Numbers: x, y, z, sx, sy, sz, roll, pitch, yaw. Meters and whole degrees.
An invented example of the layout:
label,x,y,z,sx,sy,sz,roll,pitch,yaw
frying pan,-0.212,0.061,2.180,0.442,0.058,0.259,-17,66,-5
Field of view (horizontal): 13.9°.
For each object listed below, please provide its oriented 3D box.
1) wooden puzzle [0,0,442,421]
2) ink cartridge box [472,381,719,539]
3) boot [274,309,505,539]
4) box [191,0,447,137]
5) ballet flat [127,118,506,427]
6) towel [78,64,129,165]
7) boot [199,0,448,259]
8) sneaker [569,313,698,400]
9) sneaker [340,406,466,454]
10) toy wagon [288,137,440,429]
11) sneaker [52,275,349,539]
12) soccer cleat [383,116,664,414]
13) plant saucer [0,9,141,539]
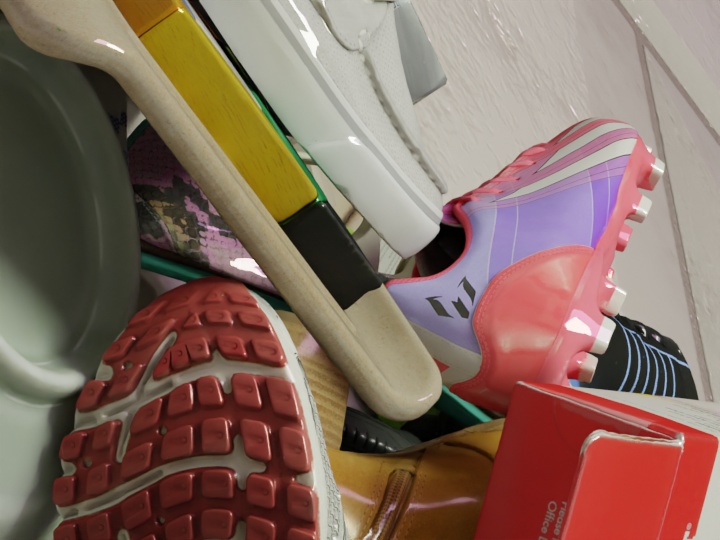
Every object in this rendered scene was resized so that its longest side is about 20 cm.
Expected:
label,x,y,z,sx,sy,sz,roll,pitch,yaw
wooden puzzle,-0.056,-0.064,0.861,0.200,0.037,0.185,47,7,-45
ink cartridge box,0.093,0.100,0.925,0.067,0.116,0.200,19,6,40
boot,0.021,0.112,0.951,0.201,0.071,0.144,27,57,-26
box,-0.059,-0.130,1.037,0.159,0.048,0.200,64,-16,-18
ballet flat,0.000,0.000,1.048,0.200,0.071,0.069,27,-6,-22
towel,-0.115,-0.063,0.909,0.147,0.024,0.200,40,45,-54
boot,-0.005,-0.102,0.895,0.200,0.096,0.074,55,1,-27
sneaker,0.086,0.040,1.159,0.078,0.070,0.200,-55,139,-28
sneaker,0.022,0.088,1.091,0.200,0.060,0.104,39,15,-34
toy wagon,0.028,0.027,1.227,0.200,0.040,0.155,58,18,-8
sneaker,-0.034,0.100,0.833,0.082,0.078,0.200,-37,123,-70
soccer cleat,0.055,-0.012,1.004,0.076,0.067,0.200,23,26,0
plant saucer,-0.108,-0.014,0.817,0.200,0.050,0.200,36,49,-55
